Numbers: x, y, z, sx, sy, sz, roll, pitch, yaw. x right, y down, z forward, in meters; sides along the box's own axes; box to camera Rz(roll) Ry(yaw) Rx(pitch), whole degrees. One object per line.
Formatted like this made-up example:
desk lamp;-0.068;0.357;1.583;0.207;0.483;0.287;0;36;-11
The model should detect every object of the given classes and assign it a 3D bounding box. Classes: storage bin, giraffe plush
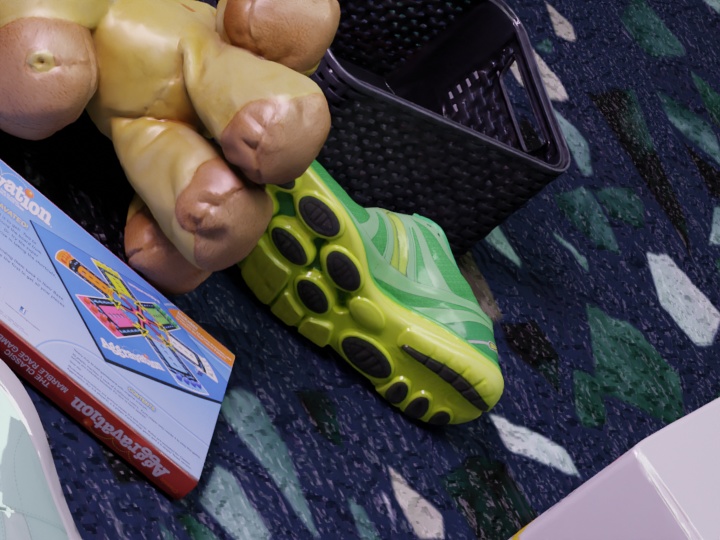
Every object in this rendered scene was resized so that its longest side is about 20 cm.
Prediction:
storage bin;0.008;-0.104;1.684;0.199;0.094;0.136;22;40;-42
giraffe plush;-0.120;-0.106;1.460;0.161;0.173;0.201;23;32;-25

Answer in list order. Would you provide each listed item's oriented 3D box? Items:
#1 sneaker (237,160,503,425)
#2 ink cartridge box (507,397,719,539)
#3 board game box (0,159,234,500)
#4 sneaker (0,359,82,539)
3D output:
sneaker;0.000;0.000;1.580;0.200;0.074;0.084;46;31;-27
ink cartridge box;0.127;0.177;1.421;0.145;0.200;0.147;55;29;8
board game box;-0.145;0.013;1.412;0.200;0.019;0.103;41;32;-17
sneaker;-0.173;0.100;1.213;0.201;0.074;0.118;57;23;7
